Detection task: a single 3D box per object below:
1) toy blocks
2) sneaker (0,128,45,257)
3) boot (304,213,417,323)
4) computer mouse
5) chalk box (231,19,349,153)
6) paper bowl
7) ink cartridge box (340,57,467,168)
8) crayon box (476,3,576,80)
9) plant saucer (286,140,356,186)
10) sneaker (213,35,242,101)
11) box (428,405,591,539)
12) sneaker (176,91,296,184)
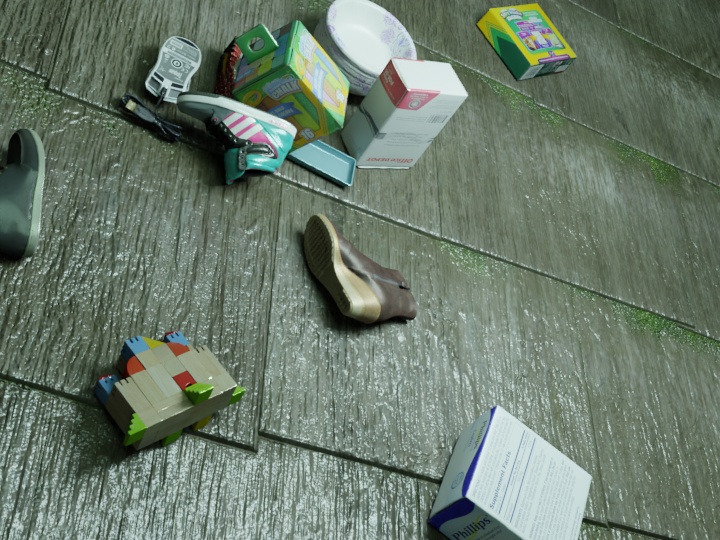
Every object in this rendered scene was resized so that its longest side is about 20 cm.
[{"bbox_3d":[-0.266,0.143,1.281,0.199,0.100,0.137,-22,61,-45],"label":"toy blocks"},{"bbox_3d":[-0.489,-0.118,1.311,0.106,0.075,0.201,11,54,-33],"label":"sneaker"},{"bbox_3d":[0.000,0.000,1.604,0.166,0.072,0.201,4,54,-48],"label":"boot"},{"bbox_3d":[-0.318,-0.306,1.605,0.109,0.044,0.201,26,52,-12],"label":"computer mouse"},{"bbox_3d":[-0.126,-0.319,1.619,0.200,0.124,0.124,44,38,-36],"label":"chalk box"},{"bbox_3d":[0.000,-0.420,1.875,0.200,0.104,0.202,20,49,-24],"label":"paper bowl"},{"bbox_3d":[0.075,-0.281,1.758,0.146,0.200,0.083,-4,57,-38],"label":"ink cartridge box"},{"bbox_3d":[0.393,-0.542,2.288,0.199,0.058,0.173,-20,70,-44],"label":"crayon box"},{"bbox_3d":[-0.100,-0.212,1.709,0.199,0.019,0.070,27,46,-19],"label":"plant saucer"},{"bbox_3d":[-0.202,-0.319,1.673,0.082,0.078,0.201,25,49,-25],"label":"sneaker"},{"bbox_3d":[0.229,0.345,1.468,0.200,0.105,0.184,38,44,-8],"label":"box"},{"bbox_3d":[-0.211,-0.204,1.563,0.199,0.084,0.122,17,79,-14],"label":"sneaker"}]
